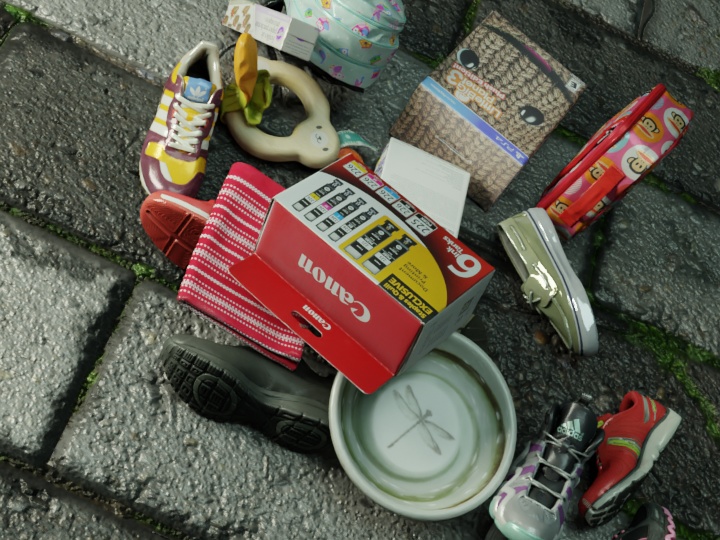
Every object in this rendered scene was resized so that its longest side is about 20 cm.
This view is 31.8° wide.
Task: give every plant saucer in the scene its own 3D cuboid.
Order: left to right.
[{"bbox_3d":[0.058,0.154,1.278,0.199,0.050,0.201,6,69,-17],"label":"plant saucer"}]

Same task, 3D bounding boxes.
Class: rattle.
[{"bbox_3d":[-0.055,-0.185,1.441,0.200,0.143,0.130,34,47,2],"label":"rattle"}]

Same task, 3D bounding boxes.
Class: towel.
[{"bbox_3d":[-0.097,-0.010,1.295,0.144,0.022,0.201,32,47,-17],"label":"towel"}]

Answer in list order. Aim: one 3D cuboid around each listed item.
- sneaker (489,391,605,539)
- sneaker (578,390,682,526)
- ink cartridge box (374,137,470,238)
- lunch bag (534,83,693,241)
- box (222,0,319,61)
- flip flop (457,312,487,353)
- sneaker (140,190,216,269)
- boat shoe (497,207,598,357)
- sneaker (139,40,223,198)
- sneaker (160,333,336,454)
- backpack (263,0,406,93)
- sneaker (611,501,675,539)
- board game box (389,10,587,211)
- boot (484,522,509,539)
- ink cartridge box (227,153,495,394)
[{"bbox_3d":[0.197,0.186,1.269,0.077,0.140,0.200,28,21,2],"label":"sneaker"},{"bbox_3d":[0.278,0.204,1.395,0.085,0.077,0.200,35,42,14],"label":"sneaker"},{"bbox_3d":[0.056,-0.050,1.463,0.108,0.050,0.201,23,52,-11],"label":"ink cartridge box"},{"bbox_3d":[0.301,-0.121,1.533,0.082,0.200,0.176,44,50,1],"label":"lunch bag"},{"bbox_3d":[-0.107,-0.283,1.467,0.041,0.039,0.200,16,10,-29],"label":"box"},{"bbox_3d":[0.085,0.131,1.355,0.081,0.058,0.201,14,69,-12],"label":"flip flop"},{"bbox_3d":[-0.137,-0.048,1.364,0.199,0.078,0.116,32,41,-19],"label":"sneaker"},{"bbox_3d":[0.220,0.019,1.495,0.062,0.072,0.201,-17,61,-7],"label":"boat shoe"},{"bbox_3d":[-0.194,-0.163,1.390,0.075,0.090,0.201,14,53,-17],"label":"sneaker"},{"bbox_3d":[-0.107,0.109,1.270,0.199,0.076,0.091,29,43,-18],"label":"sneaker"},{"bbox_3d":[-0.023,-0.303,1.509,0.166,0.127,0.200,19,29,-16],"label":"backpack"},{"bbox_3d":[0.259,0.308,1.312,0.095,0.079,0.200,29,48,9],"label":"sneaker"},{"bbox_3d":[0.162,-0.203,1.586,0.159,0.097,0.200,39,50,3],"label":"board game box"},{"bbox_3d":[0.158,0.306,1.241,0.073,0.096,0.201,28,51,-6],"label":"boot"},{"bbox_3d":[0.000,0.000,1.250,0.200,0.084,0.175,39,43,16],"label":"ink cartridge box"}]
